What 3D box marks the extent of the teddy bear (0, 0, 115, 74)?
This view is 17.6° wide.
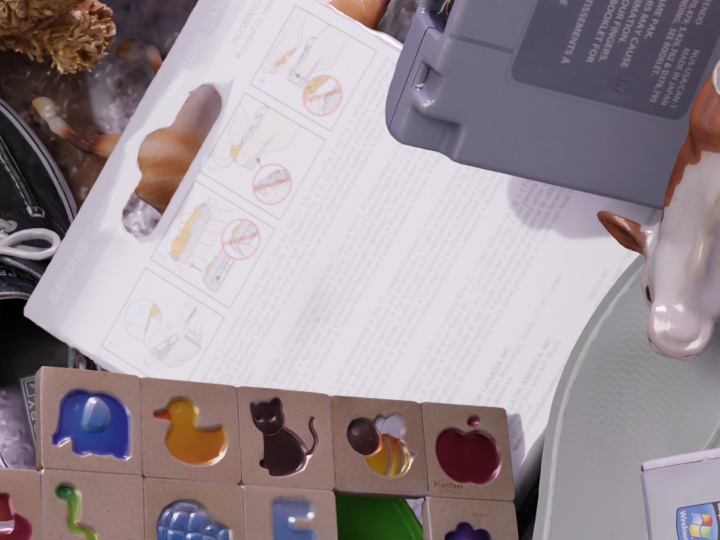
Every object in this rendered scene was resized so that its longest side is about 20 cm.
[{"bbox_3d":[-0.158,-0.115,0.886,0.199,0.145,0.067,-6,71,32],"label":"teddy bear"}]

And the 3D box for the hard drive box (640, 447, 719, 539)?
[{"bbox_3d":[0.202,0.087,0.669,0.199,0.156,0.077,-13,71,25],"label":"hard drive box"}]

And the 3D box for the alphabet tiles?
[{"bbox_3d":[-0.036,0.115,0.717,0.008,0.199,0.168,140,131,-57],"label":"alphabet tiles"}]

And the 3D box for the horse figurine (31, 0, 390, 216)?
[{"bbox_3d":[-0.045,-0.077,0.903,0.200,0.050,0.133,-48,53,12],"label":"horse figurine"}]

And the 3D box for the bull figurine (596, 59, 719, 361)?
[{"bbox_3d":[0.150,-0.060,0.703,0.065,0.121,0.200,43,85,5],"label":"bull figurine"}]

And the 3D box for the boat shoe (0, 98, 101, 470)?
[{"bbox_3d":[-0.143,0.008,0.907,0.073,0.068,0.200,-13,70,-2],"label":"boat shoe"}]

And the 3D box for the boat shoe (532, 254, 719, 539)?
[{"bbox_3d":[0.098,0.083,0.779,0.076,0.060,0.201,22,89,42],"label":"boat shoe"}]

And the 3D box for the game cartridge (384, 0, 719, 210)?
[{"bbox_3d":[0.100,-0.118,0.731,0.040,0.133,0.200,-116,44,-60],"label":"game cartridge"}]

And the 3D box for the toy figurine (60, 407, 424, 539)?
[{"bbox_3d":[-0.100,0.139,0.800,0.184,0.199,0.151,-21,79,55],"label":"toy figurine"}]

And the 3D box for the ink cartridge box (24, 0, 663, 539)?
[{"bbox_3d":[0.000,0.000,0.844,0.200,0.057,0.163,31,93,25],"label":"ink cartridge box"}]
